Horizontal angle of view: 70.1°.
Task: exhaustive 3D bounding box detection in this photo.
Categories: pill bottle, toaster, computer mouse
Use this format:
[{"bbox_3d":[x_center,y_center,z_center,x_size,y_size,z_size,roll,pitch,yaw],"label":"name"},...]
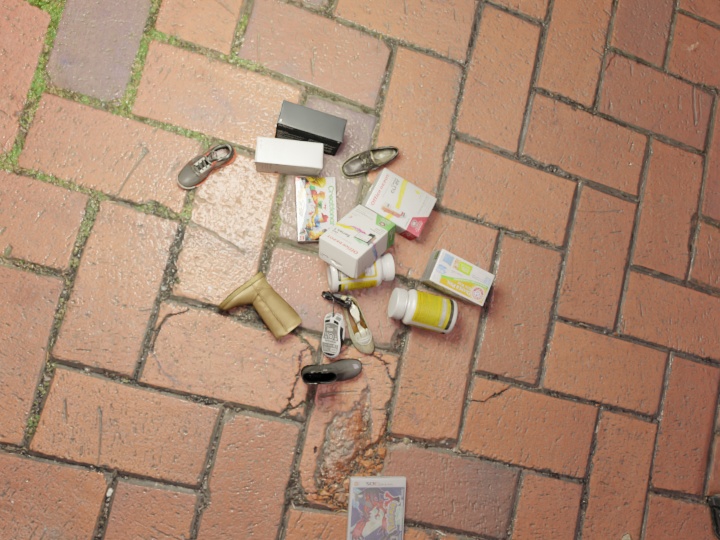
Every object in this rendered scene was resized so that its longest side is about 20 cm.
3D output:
[{"bbox_3d":[0.194,0.125,1.618,0.198,0.114,0.115,15,84,-11],"label":"pill bottle"},{"bbox_3d":[1.337,0.885,1.822,0.128,0.114,0.202,-9,87,-15],"label":"toaster"},{"bbox_3d":[-0.079,0.167,1.584,0.109,0.044,0.202,8,95,31],"label":"computer mouse"},{"bbox_3d":[0.000,0.000,1.584,0.198,0.112,0.113,-7,88,-12],"label":"pill bottle"}]

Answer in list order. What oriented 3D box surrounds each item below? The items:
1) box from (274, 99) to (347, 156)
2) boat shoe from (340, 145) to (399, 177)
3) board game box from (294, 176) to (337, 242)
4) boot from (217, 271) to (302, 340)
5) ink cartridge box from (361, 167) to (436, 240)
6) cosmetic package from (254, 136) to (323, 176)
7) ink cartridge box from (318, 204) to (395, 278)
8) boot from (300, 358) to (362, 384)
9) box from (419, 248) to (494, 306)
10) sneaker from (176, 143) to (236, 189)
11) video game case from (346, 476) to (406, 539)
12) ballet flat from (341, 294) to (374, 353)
[{"bbox_3d":[-0.153,-0.430,1.561,0.198,0.141,0.080,14,85,-11],"label":"box"},{"bbox_3d":[0.030,-0.355,1.634,0.199,0.065,0.074,-27,94,-11],"label":"boat shoe"},{"bbox_3d":[-0.139,-0.190,1.605,0.125,0.035,0.202,-3,87,-13],"label":"board game box"},{"bbox_3d":[-0.300,0.127,1.539,0.175,0.066,0.201,-38,96,-11],"label":"boot"},{"bbox_3d":[0.119,-0.210,1.636,0.199,0.083,0.146,29,81,-9],"label":"ink cartridge box"},{"bbox_3d":[-0.217,-0.343,1.559,0.198,0.113,0.082,5,85,-10],"label":"cosmetic package"},{"bbox_3d":[-0.009,-0.090,1.532,0.144,0.084,0.200,30,51,22],"label":"ink cartridge box"},{"bbox_3d":[-0.080,0.312,1.540,0.198,0.132,0.070,-9,88,-12],"label":"boot"},{"bbox_3d":[0.311,0.026,1.655,0.199,0.101,0.113,25,82,-10],"label":"box"},{"bbox_3d":[-0.460,-0.320,1.519,0.200,0.082,0.077,-40,95,-11],"label":"sneaker"},{"bbox_3d":[0.050,0.747,1.600,0.181,0.023,0.202,4,86,-12],"label":"video game case"},{"bbox_3d":[-0.009,0.172,1.599,0.067,0.062,0.201,-25,93,-12],"label":"ballet flat"}]
